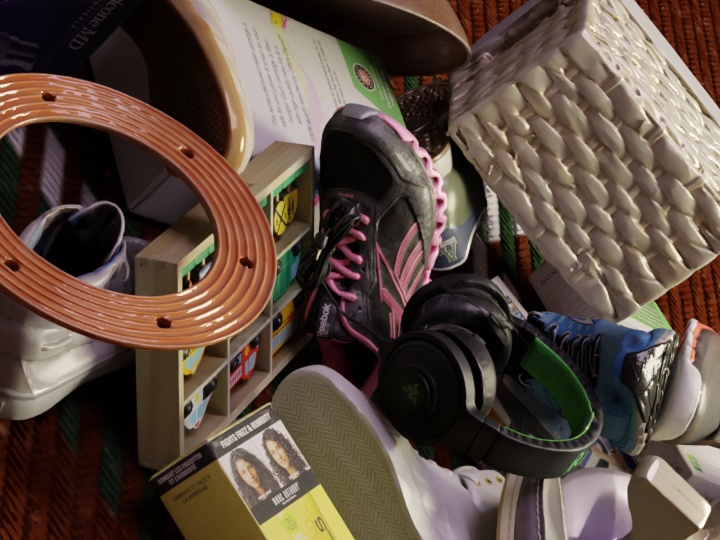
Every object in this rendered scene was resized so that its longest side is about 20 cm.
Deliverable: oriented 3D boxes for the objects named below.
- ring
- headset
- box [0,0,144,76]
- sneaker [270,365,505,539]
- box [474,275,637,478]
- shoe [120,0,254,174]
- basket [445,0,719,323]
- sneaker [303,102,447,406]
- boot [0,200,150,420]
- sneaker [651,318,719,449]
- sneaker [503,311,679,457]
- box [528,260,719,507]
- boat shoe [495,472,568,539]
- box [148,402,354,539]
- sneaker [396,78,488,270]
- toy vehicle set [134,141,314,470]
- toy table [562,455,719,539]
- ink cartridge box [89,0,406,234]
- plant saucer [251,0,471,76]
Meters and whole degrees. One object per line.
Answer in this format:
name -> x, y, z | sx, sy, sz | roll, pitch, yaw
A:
ring -> -0.137, -0.029, 1.420 | 0.199, 0.019, 0.201 | 20, 38, -17
headset -> 0.054, 0.039, 1.561 | 0.199, 0.094, 0.124 | 29, 30, 0
box -> -0.232, -0.197, 1.550 | 0.199, 0.148, 0.105 | 25, 37, -34
sneaker -> 0.027, 0.130, 1.599 | 0.201, 0.073, 0.116 | 57, 28, -5
box -> 0.101, 0.087, 1.769 | 0.201, 0.041, 0.119 | 54, 30, 4
shoe -> -0.094, -0.124, 1.568 | 0.053, 0.070, 0.201 | 7, 39, -32
basket -> 0.163, -0.081, 1.818 | 0.200, 0.135, 0.124 | 49, 21, -14
sneaker -> 0.000, 0.000, 1.625 | 0.095, 0.079, 0.201 | -39, 132, -43
boot -> -0.143, 0.004, 1.475 | 0.073, 0.096, 0.200 | 32, 29, 7
sneaker -> 0.231, 0.079, 1.712 | 0.081, 0.078, 0.200 | 27, 11, 10
sneaker -> 0.133, 0.065, 1.670 | 0.089, 0.079, 0.200 | 17, -6, -10
box -> 0.203, 0.087, 1.865 | 0.144, 0.036, 0.201 | 26, 31, -52
boat shoe -> 0.118, 0.207, 1.558 | 0.072, 0.064, 0.202 | 27, 58, -63
box -> -0.029, 0.176, 1.463 | 0.201, 0.050, 0.075 | 59, 31, 3
sneaker -> 0.051, -0.062, 1.861 | 0.200, 0.067, 0.090 | -79, 152, -70
toy vehicle set -> -0.075, 0.017, 1.549 | 0.026, 0.125, 0.200 | 9, 24, 19
toy table -> 0.207, 0.191, 1.665 | 0.199, 0.117, 0.185 | 32, 59, -23
ink cartridge box -> -0.063, -0.088, 1.709 | 0.199, 0.084, 0.146 | 19, 41, -41
plant saucer -> -0.023, -0.171, 1.762 | 0.199, 0.199, 0.035 | 18, 77, -41
